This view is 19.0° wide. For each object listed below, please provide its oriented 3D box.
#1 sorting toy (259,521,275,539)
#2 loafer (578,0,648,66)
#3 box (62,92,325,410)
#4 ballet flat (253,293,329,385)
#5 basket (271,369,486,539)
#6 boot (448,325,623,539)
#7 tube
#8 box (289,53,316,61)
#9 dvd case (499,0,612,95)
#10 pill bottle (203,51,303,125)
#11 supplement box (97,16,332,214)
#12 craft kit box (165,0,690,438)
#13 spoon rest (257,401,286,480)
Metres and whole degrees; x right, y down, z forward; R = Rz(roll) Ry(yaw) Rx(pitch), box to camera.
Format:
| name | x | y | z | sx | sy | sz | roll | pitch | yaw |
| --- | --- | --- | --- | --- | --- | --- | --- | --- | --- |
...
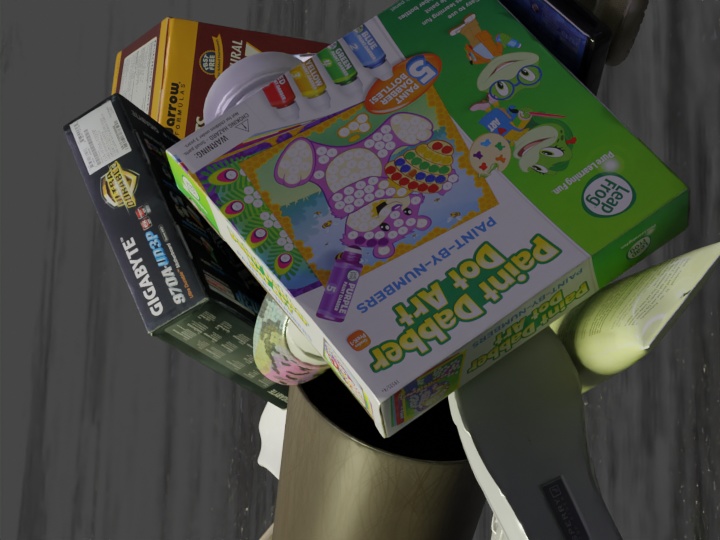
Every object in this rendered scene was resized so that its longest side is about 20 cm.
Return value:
| name | x | y | z | sx | sy | sz | roll | pitch | yaw |
| --- | --- | --- | --- | --- | --- | --- | --- | --- | --- |
| sorting toy | -0.049 | 0.206 | 1.511 | 0.185 | 0.036 | 0.200 | -48 | -9 | -25 |
| loafer | 0.115 | -0.185 | 1.259 | 0.200 | 0.068 | 0.076 | -107 | 30 | -54 |
| box | -0.100 | -0.009 | 1.376 | 0.159 | 0.046 | 0.200 | 64 | -167 | 25 |
| ballet flat | 0.000 | 0.000 | 1.235 | 0.200 | 0.069 | 0.071 | -58 | 35 | 23 |
| basket | 0.007 | 0.159 | 1.363 | 0.180 | 0.136 | 0.200 | -117 | 35 | -59 |
| boot | 0.086 | 0.116 | 1.141 | 0.096 | 0.074 | 0.200 | 137 | 116 | -70 |
| tube | 0.130 | 0.034 | 1.143 | 0.200 | 0.052 | 0.058 | 142 | 128 | -66 |
| box | -0.012 | -0.047 | 1.457 | 0.110 | 0.035 | 0.200 | 4 | 89 | 41 |
| dvd case | 0.076 | -0.105 | 1.248 | 0.143 | 0.018 | 0.200 | 44 | 148 | 27 |
| pill bottle | -0.029 | -0.053 | 1.365 | 0.200 | 0.111 | 0.111 | 58 | 139 | 46 |
| supplement box | -0.080 | -0.100 | 1.637 | 0.200 | 0.197 | 0.133 | 174 | 103 | -73 |
| craft kit box | 0.034 | -0.042 | 1.129 | 0.198 | 0.200 | 0.049 | 49 | 165 | 25 |
| spoon rest | -0.046 | 0.117 | 1.539 | 0.200 | 0.061 | 0.099 | 87 | -178 | -73 |
